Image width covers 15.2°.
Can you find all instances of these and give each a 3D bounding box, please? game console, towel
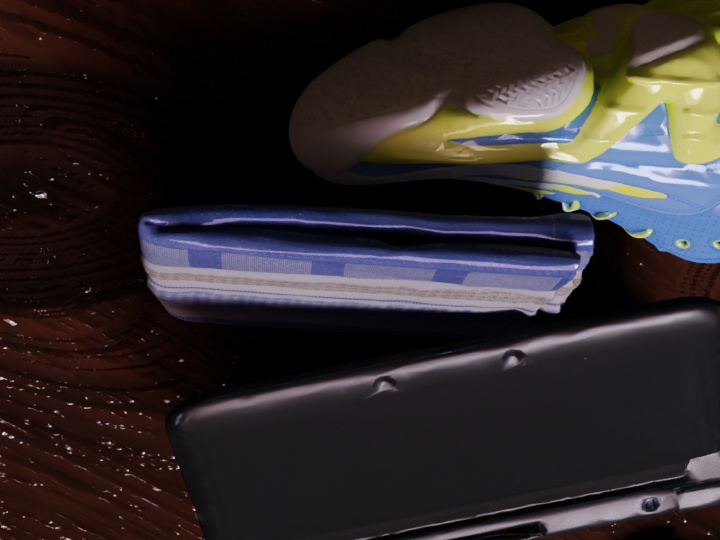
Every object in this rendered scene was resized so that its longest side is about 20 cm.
[{"bbox_3d":[0.033,0.044,1.018,0.200,0.176,0.116,-11,113,1],"label":"game console"},{"bbox_3d":[0.000,0.000,0.914,0.147,0.024,0.200,3,172,-1],"label":"towel"}]

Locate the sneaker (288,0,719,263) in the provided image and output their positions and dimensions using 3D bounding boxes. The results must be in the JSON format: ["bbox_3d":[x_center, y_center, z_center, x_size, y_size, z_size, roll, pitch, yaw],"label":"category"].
[{"bbox_3d":[0.081,-0.037,0.882,0.200,0.076,0.105,-13,120,2],"label":"sneaker"}]
